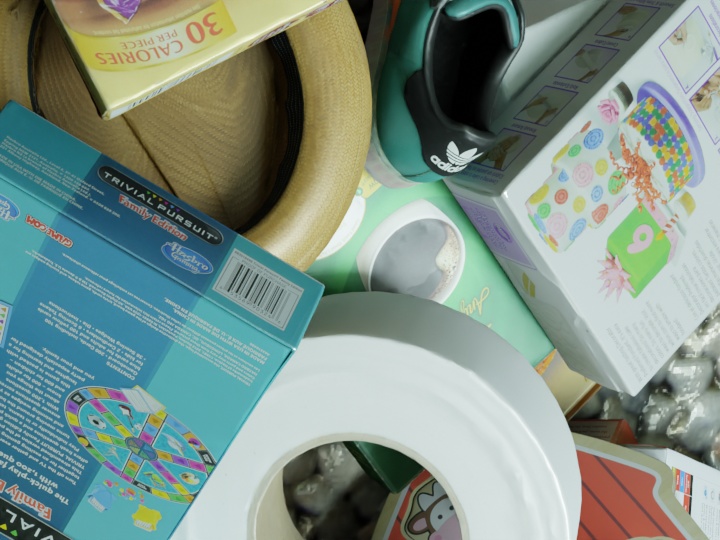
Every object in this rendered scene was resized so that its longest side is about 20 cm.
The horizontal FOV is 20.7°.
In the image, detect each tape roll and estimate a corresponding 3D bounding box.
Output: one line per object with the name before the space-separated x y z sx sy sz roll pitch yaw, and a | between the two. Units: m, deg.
tape roll | 0.004 0.116 0.939 0.200 0.071 0.204 3 107 9

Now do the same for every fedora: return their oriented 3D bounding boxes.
fedora | -0.092 -0.078 0.891 0.199 0.082 0.203 0 89 -12

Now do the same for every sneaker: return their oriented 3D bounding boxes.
sneaker | 0.046 -0.141 0.949 0.071 0.080 0.202 11 78 -37

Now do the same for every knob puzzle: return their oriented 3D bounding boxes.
knob puzzle | 0.081 0.158 1.017 0.220 0.219 0.031 -46 146 -11

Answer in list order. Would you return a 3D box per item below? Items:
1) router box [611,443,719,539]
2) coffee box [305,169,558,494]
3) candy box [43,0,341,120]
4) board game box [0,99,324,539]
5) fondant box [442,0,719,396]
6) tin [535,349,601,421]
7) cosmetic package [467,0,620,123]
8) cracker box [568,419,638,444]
router box | 0.180 0.213 1.104 0.179 0.049 0.202 26 67 -52
coffee box | 0.000 0.000 0.997 0.123 0.044 0.200 -43 112 -13
candy box | -0.045 -0.160 0.829 0.199 0.056 0.117 -27 95 -8
board game box | -0.126 0.045 0.847 0.150 0.047 0.200 31 129 -4
fondant box | 0.154 -0.060 0.999 0.200 0.058 0.145 -46 122 -16
tin | 0.115 0.011 1.105 0.200 0.042 0.112 -44 121 -13
cosmetic package | 0.139 -0.117 1.053 0.199 0.071 0.102 -26 118 -24
cracker box | 0.119 0.201 1.110 0.134 0.057 0.201 60 42 -32
